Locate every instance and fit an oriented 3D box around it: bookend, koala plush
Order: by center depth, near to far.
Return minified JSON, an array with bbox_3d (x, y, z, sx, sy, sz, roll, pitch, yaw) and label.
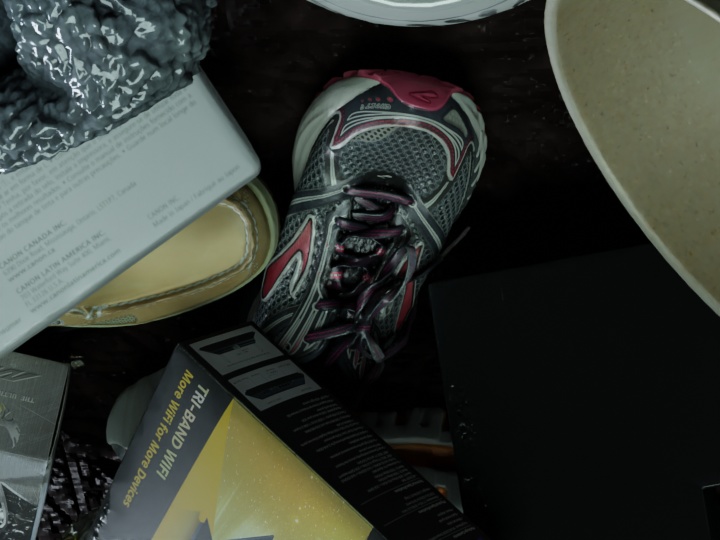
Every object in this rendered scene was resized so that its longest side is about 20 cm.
[{"bbox_3d":[-0.163,-0.128,0.661,0.183,0.178,0.201,-25,107,7],"label":"koala plush"},{"bbox_3d":[0.145,0.088,0.854,0.198,0.201,0.092,-11,172,13],"label":"bookend"}]

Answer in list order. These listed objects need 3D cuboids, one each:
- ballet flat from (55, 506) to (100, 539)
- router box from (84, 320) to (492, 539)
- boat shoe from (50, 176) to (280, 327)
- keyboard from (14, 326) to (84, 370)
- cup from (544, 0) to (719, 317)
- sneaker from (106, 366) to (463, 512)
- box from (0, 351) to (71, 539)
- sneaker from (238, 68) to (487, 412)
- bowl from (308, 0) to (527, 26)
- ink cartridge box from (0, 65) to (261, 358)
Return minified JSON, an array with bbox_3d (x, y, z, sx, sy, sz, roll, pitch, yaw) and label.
[{"bbox_3d":[-0.154,0.176,1.033,0.076,0.064,0.200,48,145,13],"label":"ballet flat"},{"bbox_3d":[-0.045,0.149,0.865,0.157,0.052,0.201,40,120,23],"label":"router box"},{"bbox_3d":[-0.133,-0.003,0.852,0.198,0.076,0.072,-9,99,15],"label":"boat shoe"},{"bbox_3d":[-0.170,0.023,0.927,0.198,0.040,0.104,-13,132,16],"label":"keyboard"},{"bbox_3d":[0.183,-0.068,0.728,0.143,0.200,0.201,-40,130,-12],"label":"cup"},{"bbox_3d":[-0.024,0.100,0.969,0.198,0.079,0.077,15,140,-11],"label":"sneaker"},{"bbox_3d":[-0.235,0.071,0.932,0.198,0.049,0.159,14,153,-8],"label":"box"},{"bbox_3d":[0.000,0.000,0.870,0.080,0.075,0.201,13,133,-9],"label":"sneaker"},{"bbox_3d":[0.020,-0.151,0.708,0.199,0.095,0.202,1,134,1],"label":"bowl"},{"bbox_3d":[-0.155,-0.075,0.778,0.162,0.057,0.201,-34,99,-2],"label":"ink cartridge box"}]
